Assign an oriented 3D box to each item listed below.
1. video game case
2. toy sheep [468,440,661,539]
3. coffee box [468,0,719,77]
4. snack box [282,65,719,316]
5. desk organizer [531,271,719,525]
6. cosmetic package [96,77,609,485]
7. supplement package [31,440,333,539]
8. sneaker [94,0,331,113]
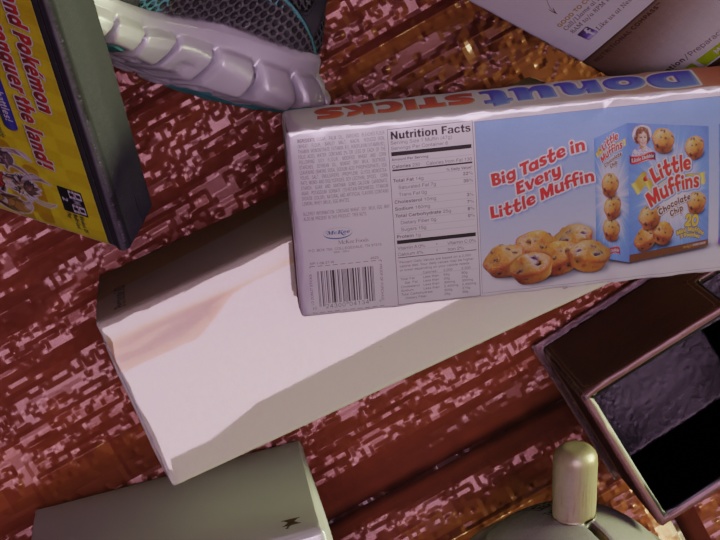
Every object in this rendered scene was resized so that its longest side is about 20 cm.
[{"bbox_3d":[-0.170,-0.094,0.715,0.180,0.200,0.026,18,61,16],"label":"video game case"},{"bbox_3d":[0.088,0.163,0.850,0.137,0.138,0.201,2,108,-7],"label":"toy sheep"},{"bbox_3d":[0.093,-0.141,0.757,0.199,0.115,0.080,23,139,-32],"label":"coffee box"},{"bbox_3d":[0.073,-0.030,0.751,0.199,0.024,0.072,-6,114,-4],"label":"snack box"},{"bbox_3d":[0.179,0.015,0.858,0.199,0.077,0.072,-33,104,0],"label":"desk organizer"},{"bbox_3d":[0.000,0.000,0.821,0.199,0.105,0.071,-25,102,-3],"label":"cosmetic package"},{"bbox_3d":[-0.051,0.190,0.844,0.121,0.120,0.201,-14,103,-3],"label":"supplement package"},{"bbox_3d":[-0.081,-0.121,0.773,0.200,0.077,0.092,15,87,-52],"label":"sneaker"}]
